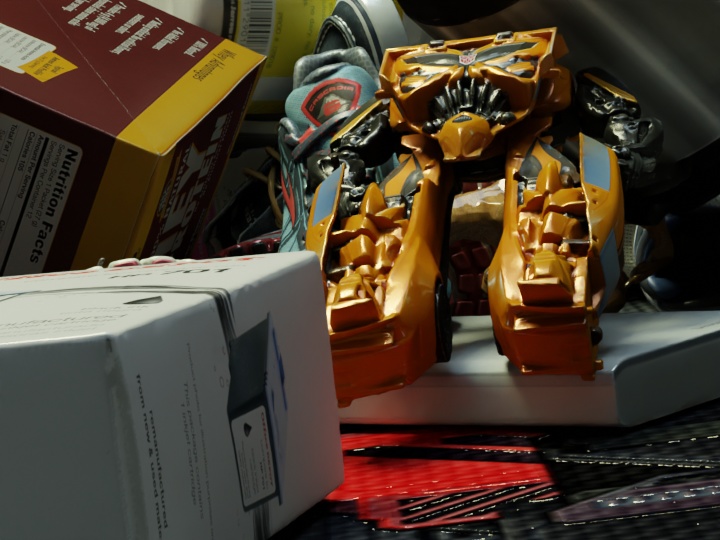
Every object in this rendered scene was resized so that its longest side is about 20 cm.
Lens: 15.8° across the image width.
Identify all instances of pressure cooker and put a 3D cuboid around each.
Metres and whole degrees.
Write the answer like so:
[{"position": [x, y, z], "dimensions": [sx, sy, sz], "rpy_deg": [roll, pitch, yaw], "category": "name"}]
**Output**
[{"position": [0.127, -0.127, 1.135], "dimensions": [0.175, 0.200, 0.179], "rpy_deg": [-32, 34, 33], "category": "pressure cooker"}]

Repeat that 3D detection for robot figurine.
[{"position": [0.044, -0.029, 0.992], "dimensions": [0.144, 0.059, 0.201], "rpy_deg": [-7, 36, 10], "category": "robot figurine"}]

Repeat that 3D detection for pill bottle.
[{"position": [-0.038, -0.136, 1.336], "dimensions": [0.199, 0.112, 0.111], "rpy_deg": [-3, 2, -41], "category": "pill bottle"}]

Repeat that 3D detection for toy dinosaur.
[{"position": [0.106, -0.037, 1.206], "dimensions": [0.199, 0.107, 0.061], "rpy_deg": [-25, -20, -24], "category": "toy dinosaur"}]

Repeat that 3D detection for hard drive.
[{"position": [0.056, 0.038, 1.033], "dimensions": [0.199, 0.027, 0.131], "rpy_deg": [-2, 7, 40], "category": "hard drive"}]

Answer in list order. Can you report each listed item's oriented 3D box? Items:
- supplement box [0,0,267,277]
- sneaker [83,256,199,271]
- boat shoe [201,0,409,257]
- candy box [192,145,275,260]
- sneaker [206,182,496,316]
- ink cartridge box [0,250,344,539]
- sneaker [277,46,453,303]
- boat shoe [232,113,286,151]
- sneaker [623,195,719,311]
[{"position": [-0.174, -0.056, 1.169], "dimensions": [0.199, 0.134, 0.197], "rpy_deg": [24, 20, 3], "category": "supplement box"}, {"position": [-0.113, 0.038, 0.962], "dimensions": [0.198, 0.081, 0.075], "rpy_deg": [-6, 3, 7], "category": "sneaker"}, {"position": [-0.026, -0.045, 1.284], "dimensions": [0.090, 0.201, 0.071], "rpy_deg": [-14, 41, -22], "category": "boat shoe"}, {"position": [-0.137, -0.009, 1.400], "dimensions": [0.199, 0.072, 0.167], "rpy_deg": [-9, -6, -33], "category": "candy box"}, {"position": [0.000, 0.000, 1.246], "dimensions": [0.198, 0.079, 0.082], "rpy_deg": [-8, 4, -17], "category": "sneaker"}, {"position": [-0.101, 0.050, 0.783], "dimensions": [0.145, 0.087, 0.200], "rpy_deg": [-5, 7, 15], "category": "ink cartridge box"}, {"position": [-0.012, -0.037, 1.111], "dimensions": [0.079, 0.096, 0.200], "rpy_deg": [-14, 24, 2], "category": "sneaker"}, {"position": [-0.071, -0.091, 1.416], "dimensions": [0.071, 0.061, 0.201], "rpy_deg": [-19, -9, 33], "category": "boat shoe"}, {"position": [0.161, -0.017, 1.260], "dimensions": [0.085, 0.078, 0.200], "rpy_deg": [-14, 7, -26], "category": "sneaker"}]
